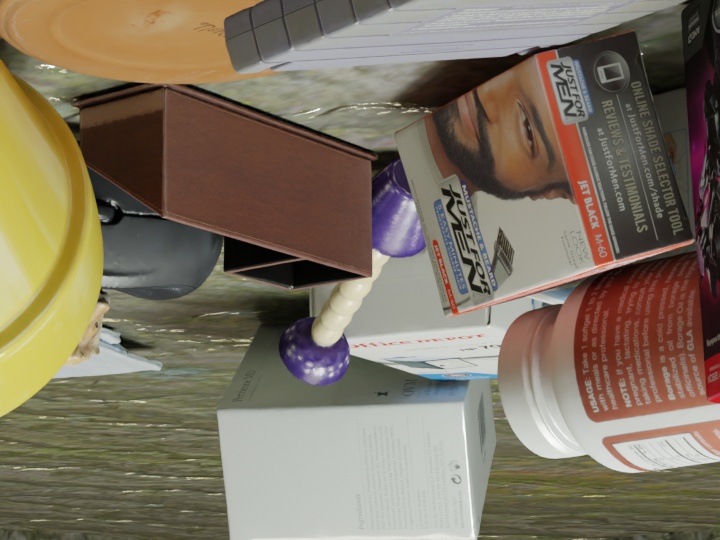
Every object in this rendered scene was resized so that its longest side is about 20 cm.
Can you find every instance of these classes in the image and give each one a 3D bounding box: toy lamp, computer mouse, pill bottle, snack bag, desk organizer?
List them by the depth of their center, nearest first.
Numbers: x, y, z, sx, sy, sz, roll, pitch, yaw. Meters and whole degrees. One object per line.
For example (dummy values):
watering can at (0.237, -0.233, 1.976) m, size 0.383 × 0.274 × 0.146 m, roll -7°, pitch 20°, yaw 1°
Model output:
pill bottle at (0.174, 0.047, 1.155) m, size 0.199 × 0.113 × 0.112 m, roll -13°, pitch 163°, yaw 42°
desk organizer at (-0.075, -0.045, 1.263) m, size 0.071 × 0.078 × 0.199 m, roll -10°, pitch 164°, yaw 35°
computer mouse at (-0.141, -0.024, 1.275) m, size 0.052 × 0.140 × 0.199 m, roll -5°, pitch 177°, yaw 37°
toy lamp at (0.000, 0.000, 1.398) m, size 0.058 × 0.059 × 0.200 m, roll 5°, pitch 142°, yaw -23°
snack bag at (-0.290, 0.069, 1.893) m, size 0.187 × 0.022 × 0.200 m, roll -6°, pitch 166°, yaw 23°

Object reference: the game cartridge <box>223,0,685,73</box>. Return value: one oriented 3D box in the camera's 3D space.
game cartridge at (0.054, -0.121, 0.955) m, size 0.199 × 0.039 × 0.129 m, roll -9°, pitch 171°, yaw -44°

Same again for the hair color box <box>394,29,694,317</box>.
hair color box at (0.091, -0.046, 1.144) m, size 0.063 × 0.112 × 0.200 m, roll -14°, pitch 176°, yaw -22°

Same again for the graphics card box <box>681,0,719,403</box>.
graphics card box at (0.196, -0.045, 1.001) m, size 0.050 × 0.202 × 0.125 m, roll 1°, pitch 168°, yaw -11°

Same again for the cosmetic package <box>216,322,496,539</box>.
cosmetic package at (0.001, 0.126, 1.755) m, size 0.198 × 0.124 × 0.200 m, roll -4°, pitch -162°, yaw 9°

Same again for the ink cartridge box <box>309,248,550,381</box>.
ink cartridge box at (0.073, 0.022, 1.558) m, size 0.145 × 0.087 × 0.200 m, roll -6°, pitch 168°, yaw 29°

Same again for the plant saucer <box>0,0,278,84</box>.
plant saucer at (-0.087, -0.125, 1.015) m, size 0.198 × 0.033 × 0.200 m, roll -1°, pitch 168°, yaw 0°

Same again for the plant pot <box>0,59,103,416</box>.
plant pot at (-0.232, -0.045, 1.046) m, size 0.199 × 0.203 × 0.189 m, roll -1°, pitch 151°, yaw -1°

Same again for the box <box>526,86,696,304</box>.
box at (0.196, -0.041, 1.243) m, size 0.199 × 0.102 × 0.112 m, roll -12°, pitch 163°, yaw 40°

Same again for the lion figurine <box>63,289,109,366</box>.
lion figurine at (-0.245, -0.010, 1.309) m, size 0.198 × 0.124 × 0.072 m, roll 7°, pitch 165°, yaw -30°
